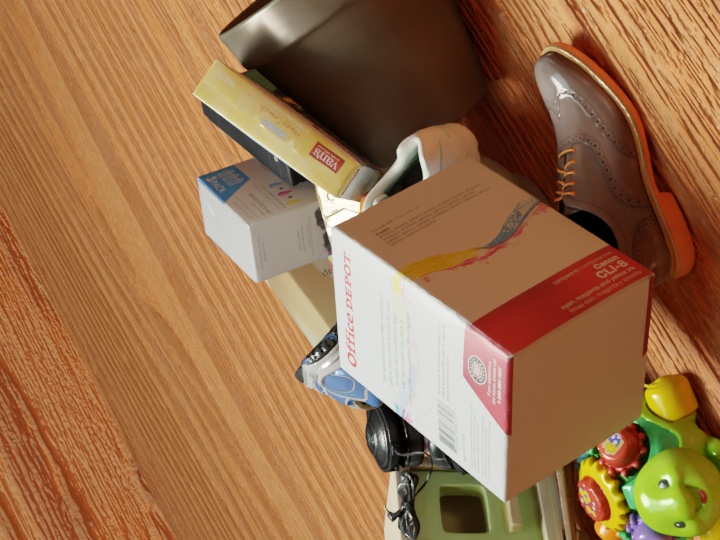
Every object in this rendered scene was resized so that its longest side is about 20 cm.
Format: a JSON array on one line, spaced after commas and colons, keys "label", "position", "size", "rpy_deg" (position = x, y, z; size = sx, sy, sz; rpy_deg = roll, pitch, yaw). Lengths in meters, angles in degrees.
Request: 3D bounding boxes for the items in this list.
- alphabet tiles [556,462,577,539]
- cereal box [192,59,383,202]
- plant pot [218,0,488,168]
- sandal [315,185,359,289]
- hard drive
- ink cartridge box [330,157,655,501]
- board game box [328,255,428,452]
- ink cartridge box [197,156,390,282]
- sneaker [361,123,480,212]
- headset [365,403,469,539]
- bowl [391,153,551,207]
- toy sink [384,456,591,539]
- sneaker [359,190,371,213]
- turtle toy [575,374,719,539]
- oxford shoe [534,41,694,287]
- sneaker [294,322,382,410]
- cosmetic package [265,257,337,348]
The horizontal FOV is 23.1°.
[{"label": "alphabet tiles", "position": [0.174, 0.145, 1.505], "size": [0.200, 0.006, 0.167], "rpy_deg": [76, -167, -46]}, {"label": "cereal box", "position": [-0.055, -0.112, 1.464], "size": [0.144, 0.040, 0.200], "rpy_deg": [36, -176, 4]}, {"label": "plant pot", "position": [0.011, -0.187, 1.466], "size": [0.174, 0.200, 0.200], "rpy_deg": [53, 162, -10]}, {"label": "sandal", "position": [-0.005, 0.001, 1.584], "size": [0.077, 0.070, 0.212], "rpy_deg": [-11, 104, 36]}, {"label": "hard drive", "position": [-0.055, -0.154, 1.706], "size": [0.200, 0.139, 0.038], "rpy_deg": [40, 148, 50]}, {"label": "ink cartridge box", "position": [0.094, 0.038, 1.306], "size": [0.200, 0.144, 0.146], "rpy_deg": [37, 143, 38]}, {"label": "board game box", "position": [0.056, 0.057, 1.714], "size": [0.103, 0.105, 0.200], "rpy_deg": [27, 138, 61]}, {"label": "ink cartridge box", "position": [-0.040, -0.071, 1.678], "size": [0.115, 0.200, 0.068], "rpy_deg": [41, 145, 49]}, {"label": "sneaker", "position": [0.023, -0.027, 1.397], "size": [0.070, 0.080, 0.201], "rpy_deg": [30, 107, 27]}, {"label": "headset", "position": [0.061, 0.161, 1.580], "size": [0.200, 0.123, 0.094], "rpy_deg": [-54, -39, -69]}, {"label": "bowl", "position": [0.111, -0.023, 1.503], "size": [0.201, 0.090, 0.201], "rpy_deg": [51, 155, 34]}, {"label": "toy sink", "position": [0.126, 0.248, 1.599], "size": [0.131, 0.199, 0.112], "rpy_deg": [-93, 7, -53]}, {"label": "sneaker", "position": [0.036, 0.029, 1.485], "size": [0.077, 0.073, 0.200], "rpy_deg": [-20, 92, 26]}, {"label": "turtle toy", "position": [0.231, 0.163, 1.390], "size": [0.146, 0.101, 0.200], "rpy_deg": [68, 160, -5]}, {"label": "oxford shoe", "position": [0.173, -0.076, 1.306], "size": [0.200, 0.073, 0.071], "rpy_deg": [63, 160, 9]}, {"label": "sneaker", "position": [-0.009, 0.093, 1.573], "size": [0.077, 0.076, 0.200], "rpy_deg": [42, 180, 3]}, {"label": "cosmetic package", "position": [-0.029, 0.014, 1.889], "size": [0.200, 0.105, 0.071], "rpy_deg": [51, 155, 33]}]
